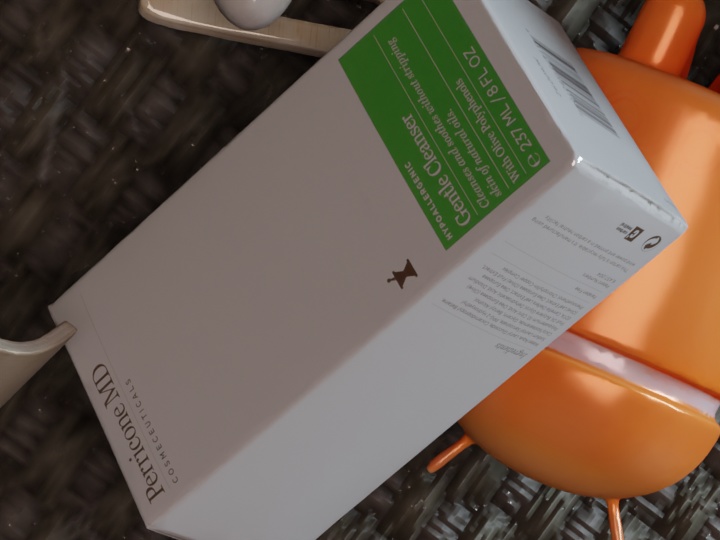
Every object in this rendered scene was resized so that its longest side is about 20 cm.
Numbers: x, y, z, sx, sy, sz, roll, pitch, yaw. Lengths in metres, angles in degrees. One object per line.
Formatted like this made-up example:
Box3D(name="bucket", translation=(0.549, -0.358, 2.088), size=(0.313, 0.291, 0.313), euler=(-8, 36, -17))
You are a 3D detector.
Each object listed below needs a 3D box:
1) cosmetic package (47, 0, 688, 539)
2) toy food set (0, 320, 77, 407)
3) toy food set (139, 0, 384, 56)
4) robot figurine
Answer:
Box3D(name="cosmetic package", translation=(0.000, 0.000, 0.935), size=(0.200, 0.108, 0.085), euler=(-41, 146, 16))
Box3D(name="toy food set", translation=(-0.211, -0.003, 0.936), size=(0.200, 0.061, 0.143), euler=(39, 130, -12))
Box3D(name="toy food set", translation=(0.010, -0.129, 0.928), size=(0.143, 0.200, 0.061), euler=(10, 66, -12))
Box3D(name="robot figurine", translation=(0.096, -0.004, 0.995), size=(0.143, 0.116, 0.201), euler=(23, 89, -35))
